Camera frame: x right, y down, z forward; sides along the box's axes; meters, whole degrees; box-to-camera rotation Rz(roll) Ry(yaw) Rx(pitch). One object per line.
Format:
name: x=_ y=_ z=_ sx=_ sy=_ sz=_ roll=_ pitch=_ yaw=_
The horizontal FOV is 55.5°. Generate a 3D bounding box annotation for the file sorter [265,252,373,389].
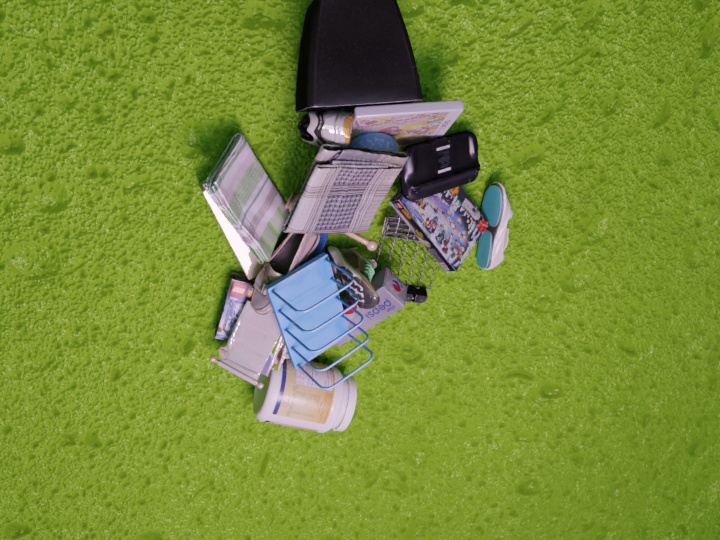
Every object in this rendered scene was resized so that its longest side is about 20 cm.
file sorter: x=-0.069 y=0.099 z=1.297 sx=0.138 sy=0.122 sz=0.202 roll=-31 pitch=127 yaw=-24

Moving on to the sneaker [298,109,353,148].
sneaker: x=-0.070 y=-0.257 z=1.227 sx=0.086 sy=0.200 sz=0.077 roll=7 pitch=90 yaw=-11

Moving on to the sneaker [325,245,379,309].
sneaker: x=0.000 y=0.000 z=1.365 sx=0.087 sy=0.200 sz=0.078 roll=-19 pitch=129 yaw=-19

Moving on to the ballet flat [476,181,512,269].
ballet flat: x=0.292 y=-0.098 z=1.462 sx=0.068 sy=0.070 sz=0.203 roll=-3 pitch=119 yaw=-12

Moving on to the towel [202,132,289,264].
towel: x=-0.199 y=-0.132 z=1.267 sx=0.030 sy=0.151 sz=0.201 roll=-5 pitch=136 yaw=32

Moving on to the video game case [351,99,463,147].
video game case: x=0.072 y=-0.265 z=1.270 sx=0.196 sy=0.182 sz=0.023 roll=-6 pitch=82 yaw=-10

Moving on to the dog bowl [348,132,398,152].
dog bowl: x=-0.001 y=-0.175 z=1.305 sx=0.110 sy=0.050 sz=0.200 roll=9 pitch=140 yaw=-32

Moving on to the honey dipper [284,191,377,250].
honey dipper: x=-0.055 y=-0.090 z=1.341 sx=0.198 sy=0.038 sz=0.038 roll=29 pitch=106 yaw=-8

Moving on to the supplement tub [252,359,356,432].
supplement tub: x=-0.120 y=0.268 z=1.479 sx=0.197 sy=0.145 sz=0.146 roll=16 pitch=110 yaw=-20

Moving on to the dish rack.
dish rack: x=0.094 y=-0.028 z=1.447 sx=0.151 sy=0.055 sz=0.203 roll=7 pitch=111 yaw=-18

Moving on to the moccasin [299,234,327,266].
moccasin: x=-0.113 y=-0.032 z=1.378 sx=0.079 sy=0.068 sz=0.203 roll=15 pitch=86 yaw=-5

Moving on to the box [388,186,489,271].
box: x=0.163 y=-0.116 z=1.387 sx=0.200 sy=0.040 sz=0.137 roll=47 pitch=67 yaw=-23

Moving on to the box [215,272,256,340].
box: x=-0.191 y=0.093 z=1.430 sx=0.197 sy=0.040 sz=0.139 roll=14 pitch=110 yaw=-19

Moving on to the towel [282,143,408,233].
towel: x=-0.025 y=-0.138 z=1.233 sx=0.190 sy=0.035 sz=0.201 roll=-1 pitch=138 yaw=-34

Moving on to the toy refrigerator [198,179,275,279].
toy refrigerator: x=-0.233 y=-0.092 z=1.329 sx=0.075 sy=0.070 sz=0.202 roll=-28 pitch=118 yaw=-8

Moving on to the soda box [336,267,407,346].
soda box: x=0.003 y=0.078 z=1.421 sx=0.068 sy=0.064 sz=0.199 roll=41 pitch=126 yaw=-22

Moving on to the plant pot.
plant pot: x=-0.015 y=-0.375 z=1.188 sx=0.196 sy=0.200 sz=0.181 roll=-7 pitch=103 yaw=-10

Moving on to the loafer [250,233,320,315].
loafer: x=-0.153 y=-0.009 z=1.305 sx=0.071 sy=0.063 sz=0.201 roll=32 pitch=85 yaw=16

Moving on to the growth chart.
growth chart: x=-0.198 y=0.139 z=1.376 sx=0.144 sy=0.018 sz=0.202 roll=33 pitch=100 yaw=0

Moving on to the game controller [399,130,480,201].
game controller: x=0.157 y=-0.205 z=1.332 sx=0.198 sy=0.042 sz=0.106 roll=-20 pitch=107 yaw=-31
